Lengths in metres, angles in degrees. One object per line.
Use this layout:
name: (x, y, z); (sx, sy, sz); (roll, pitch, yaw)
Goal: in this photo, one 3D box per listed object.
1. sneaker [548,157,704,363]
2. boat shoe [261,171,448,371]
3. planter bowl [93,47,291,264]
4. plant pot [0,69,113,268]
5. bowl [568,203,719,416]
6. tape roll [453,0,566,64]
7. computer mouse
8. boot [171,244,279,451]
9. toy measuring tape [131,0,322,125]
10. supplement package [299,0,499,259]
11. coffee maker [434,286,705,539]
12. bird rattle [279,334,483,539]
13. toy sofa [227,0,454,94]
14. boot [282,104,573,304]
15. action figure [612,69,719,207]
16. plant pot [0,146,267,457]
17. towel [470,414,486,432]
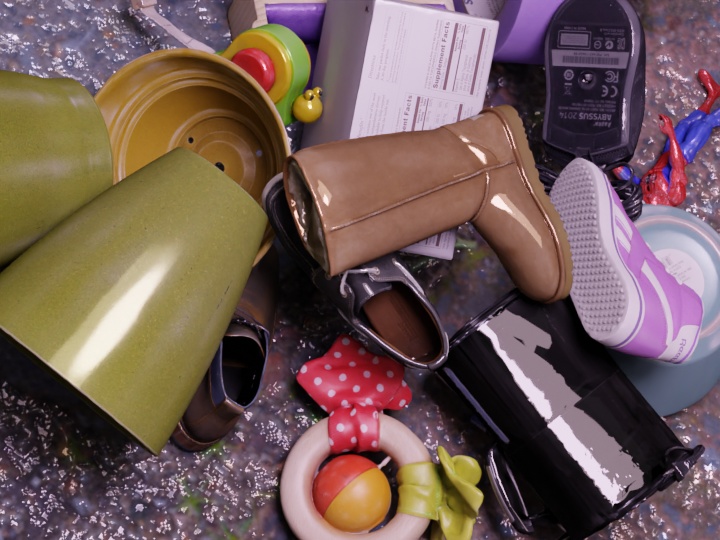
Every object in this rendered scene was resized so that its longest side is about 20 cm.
sneaker: (0.222, -0.001, 1.588); (0.114, 0.073, 0.201); (19, 42, -31)
boat shoe: (0.000, 0.000, 1.518); (0.072, 0.068, 0.200); (-40, 107, 4)
planter bowl: (-0.133, -0.085, 1.602); (0.200, 0.200, 0.083); (57, 20, 8)
plant pot: (-0.308, -0.082, 1.515); (0.193, 0.200, 0.200); (-11, 73, -35)
bowl: (0.252, 0.021, 1.673); (0.201, 0.105, 0.201); (3, 73, -9)
tape roll: (0.152, -0.288, 1.741); (0.085, 0.200, 0.200); (1, 69, -20)
computer mouse: (0.198, -0.145, 1.663); (0.138, 0.053, 0.200); (11, 96, 27)
boot: (-0.092, 0.050, 1.575); (0.075, 0.097, 0.200); (26, 63, -19)
toy measuring tape: (-0.106, -0.196, 1.622); (0.200, 0.074, 0.074); (39, 61, 15)
supplement package: (0.024, -0.127, 1.614); (0.111, 0.156, 0.200); (9, 99, -17)
coffee maker: (0.172, 0.106, 1.580); (0.200, 0.192, 0.135); (52, 44, 4)
bird rattle: (0.007, 0.162, 1.573); (0.163, 0.113, 0.200); (-42, 84, -12)
toy sofa: (-0.013, -0.209, 1.717); (0.200, 0.083, 0.098); (-3, 70, -20)
boot: (0.053, -0.032, 1.498); (0.200, 0.066, 0.175); (-19, 84, -28)
action figure: (0.287, -0.132, 1.796); (0.099, 0.065, 0.200); (46, 59, -24)
plant pot: (-0.168, 0.009, 1.488); (0.187, 0.187, 0.200); (39, 80, -1)
towel: (0.200, 0.090, 1.708); (0.145, 0.024, 0.200); (32, 63, -4)
